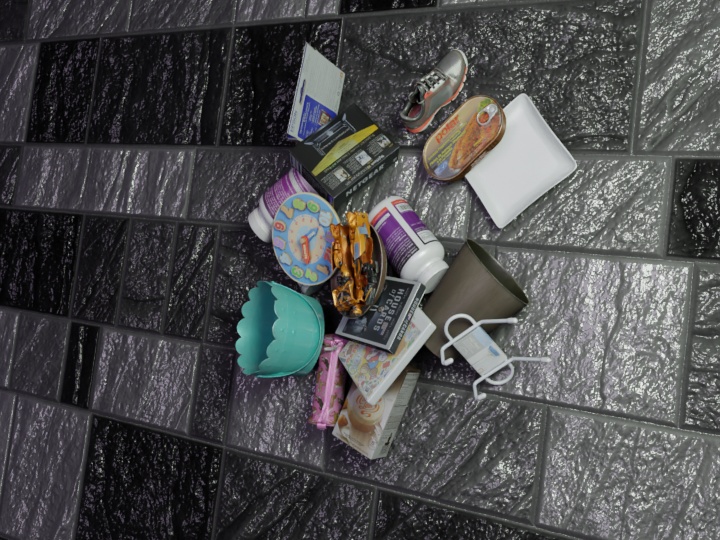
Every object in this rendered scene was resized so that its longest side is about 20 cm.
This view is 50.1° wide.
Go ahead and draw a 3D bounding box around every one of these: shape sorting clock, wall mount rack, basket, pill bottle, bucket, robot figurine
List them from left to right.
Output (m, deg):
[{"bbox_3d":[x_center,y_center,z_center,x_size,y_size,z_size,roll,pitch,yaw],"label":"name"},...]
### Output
[{"bbox_3d":[-0.176,0.136,1.701,0.206,0.132,0.213,-28,56,52],"label":"bucket"},{"bbox_3d":[-0.164,-0.157,1.784,0.198,0.112,0.114,-37,68,19],"label":"pill bottle"},{"bbox_3d":[-0.119,-0.069,1.694,0.195,0.039,0.206,7,103,29],"label":"shape sorting clock"},{"bbox_3d":[-0.019,-0.007,1.566,0.144,0.057,0.206,-28,60,55],"label":"robot figurine"},{"bbox_3d":[0.101,-0.052,1.625,0.112,0.112,0.201,-44,66,16],"label":"pill bottle"},{"bbox_3d":[0.210,0.074,1.542,0.201,0.135,0.181,-49,65,18],"label":"basket"},{"bbox_3d":[0.254,0.157,1.470,0.172,0.200,0.075,-35,26,20],"label":"wall mount rack"}]

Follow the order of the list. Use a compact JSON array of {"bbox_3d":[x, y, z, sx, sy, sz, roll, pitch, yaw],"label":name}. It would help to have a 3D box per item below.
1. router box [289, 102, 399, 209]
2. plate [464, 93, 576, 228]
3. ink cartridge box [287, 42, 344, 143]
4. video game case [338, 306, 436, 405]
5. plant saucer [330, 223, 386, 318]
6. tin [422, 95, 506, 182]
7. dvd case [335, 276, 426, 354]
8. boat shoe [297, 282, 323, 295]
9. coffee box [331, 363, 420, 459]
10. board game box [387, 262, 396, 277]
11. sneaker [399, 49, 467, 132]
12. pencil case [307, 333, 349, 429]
[{"bbox_3d":[-0.035,-0.254,1.696,0.199,0.053,0.158,-38,71,-18],"label":"router box"},{"bbox_3d":[0.313,-0.222,1.576,0.198,0.032,0.203,-39,67,20],"label":"plate"},{"bbox_3d":[-0.110,-0.381,1.733,0.046,0.199,0.204,11,88,27],"label":"ink cartridge box"},{"bbox_3d":[0.049,0.146,1.566,0.201,0.023,0.182,-52,32,6],"label":"video game case"},{"bbox_3d":[0.000,0.000,1.616,0.199,0.031,0.206,-20,66,54],"label":"plant saucer"},{"bbox_3d":[0.216,-0.272,1.600,0.199,0.042,0.113,-43,68,19],"label":"tin"},{"bbox_3d":[0.038,0.084,1.594,0.198,0.025,0.153,8,68,56],"label":"dvd case"},{"bbox_3d":[-0.077,-0.034,1.748,0.200,0.070,0.070,-47,68,23],"label":"boat shoe"},{"bbox_3d":[0.034,0.279,1.637,0.113,0.079,0.205,24,95,29],"label":"coffee box"},{"bbox_3d":[0.040,0.054,1.695,0.093,0.030,0.206,-14,75,27],"label":"board game box"},{"bbox_3d":[0.156,-0.389,1.655,0.077,0.081,0.202,40,103,26],"label":"sneaker"},{"bbox_3d":[-0.065,0.243,1.690,0.081,0.085,0.206,6,87,44],"label":"pencil case"}]
